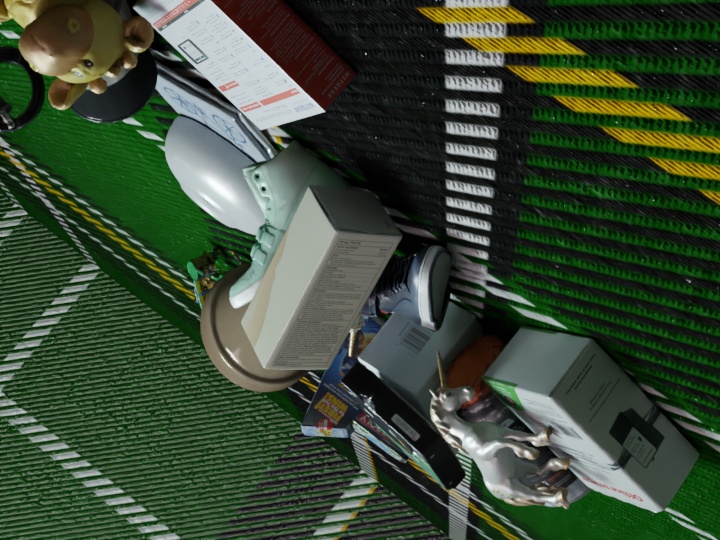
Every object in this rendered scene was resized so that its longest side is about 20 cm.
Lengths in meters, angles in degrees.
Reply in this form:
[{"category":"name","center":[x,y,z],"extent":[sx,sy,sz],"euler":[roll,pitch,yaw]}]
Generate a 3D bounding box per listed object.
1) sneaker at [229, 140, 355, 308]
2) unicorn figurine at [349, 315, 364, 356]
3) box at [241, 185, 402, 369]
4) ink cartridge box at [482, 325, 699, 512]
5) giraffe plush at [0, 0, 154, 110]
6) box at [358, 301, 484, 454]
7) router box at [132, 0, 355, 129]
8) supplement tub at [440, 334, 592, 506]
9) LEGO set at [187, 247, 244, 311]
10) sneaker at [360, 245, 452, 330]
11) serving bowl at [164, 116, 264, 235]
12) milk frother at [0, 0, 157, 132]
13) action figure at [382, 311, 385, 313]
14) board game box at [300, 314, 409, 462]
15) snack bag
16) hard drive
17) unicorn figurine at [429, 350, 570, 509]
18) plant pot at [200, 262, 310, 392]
[{"category":"sneaker","center":[-0.105,-0.056,1.474],"extent":[0.118,0.200,0.074],"euler":[45,-163,2]},{"category":"unicorn figurine","center":[-0.039,0.022,1.757],"extent":[0.201,0.074,0.137],"euler":[54,178,-5]},{"category":"box","center":[-0.045,0.011,1.419],"extent":[0.094,0.201,0.078],"euler":[5,-142,-37]},{"category":"ink cartridge box","center":[0.251,0.160,1.409],"extent":[0.200,0.083,0.146],"euler":[45,165,-21]},{"category":"giraffe plush","center":[-0.292,-0.245,1.227],"extent":[0.172,0.199,0.163],"euler":[-32,84,50]},{"category":"box","center":[0.095,0.128,1.634],"extent":[0.097,0.125,0.200],"euler":[31,164,31]},{"category":"router box","center":[-0.115,-0.218,1.218],"extent":[0.179,0.049,0.200],"euler":[43,166,-18]},{"category":"supplement tub","center":[0.194,0.176,1.531],"extent":[0.200,0.123,0.122],"euler":[43,166,-20]},{"category":"LEGO set","center":[-0.205,0.032,2.245],"extent":[0.199,0.115,0.155],"euler":[6,116,60]},{"category":"sneaker","center":[0.028,0.007,1.454],"extent":[0.145,0.078,0.203],"euler":[19,164,8]},{"category":"serving bowl","center":[-0.175,-0.106,1.648],"extent":[0.199,0.066,0.200],"euler":[35,170,7]},{"category":"milk frother","center":[-0.351,-0.245,1.443],"extent":[0.180,0.200,0.188],"euler":[39,167,15]},{"category":"action figure","center":[0.000,0.000,1.580],"extent":[0.199,0.066,0.052],"euler":[31,-163,-32]},{"category":"board game box","center":[0.016,0.182,1.859],"extent":[0.199,0.200,0.062],"euler":[35,166,15]},{"category":"snack bag","center":[-0.165,-0.169,1.579],"extent":[0.188,0.021,0.200],"euler":[31,167,34]},{"category":"hard drive","center":[0.055,0.190,1.546],"extent":[0.139,0.038,0.200],"euler":[40,171,25]},{"category":"unicorn figurine","center":[0.152,0.195,1.424],"extent":[0.136,0.074,0.202],"euler":[0,120,36]},{"category":"plant pot","center":[-0.121,0.068,1.941],"extent":[0.200,0.201,0.174],"euler":[41,150,-10]}]
